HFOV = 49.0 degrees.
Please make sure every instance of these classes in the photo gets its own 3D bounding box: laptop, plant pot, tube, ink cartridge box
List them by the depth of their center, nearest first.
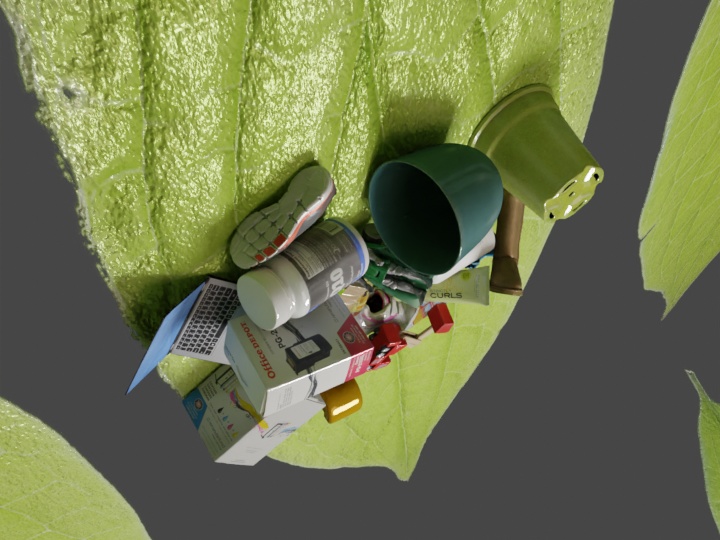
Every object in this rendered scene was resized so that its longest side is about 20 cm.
[{"bbox_3d":[-0.250,0.115,1.268,0.199,0.116,0.188,15,128,-27],"label":"laptop"},{"bbox_3d":[-0.103,0.127,1.289,0.199,0.145,0.085,-19,147,-28],"label":"ink cartridge box"},{"bbox_3d":[0.138,-0.117,1.301,0.161,0.201,0.201,-33,155,-34],"label":"plant pot"},{"bbox_3d":[0.321,-0.191,1.397,0.200,0.184,0.201,-28,151,-17],"label":"plant pot"},{"bbox_3d":[-0.202,0.251,1.514,0.200,0.147,0.145,-41,153,8],"label":"ink cartridge box"},{"bbox_3d":[0.158,0.031,1.545,0.052,0.199,0.058,-55,134,-47],"label":"tube"}]

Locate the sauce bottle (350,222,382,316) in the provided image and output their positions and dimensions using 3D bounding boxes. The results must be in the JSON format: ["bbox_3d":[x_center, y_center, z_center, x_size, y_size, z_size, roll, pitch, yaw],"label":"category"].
[{"bbox_3d":[0.000,0.000,1.448,0.066,0.066,0.200,-18,146,-32],"label":"sauce bottle"}]

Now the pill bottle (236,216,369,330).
[{"bbox_3d":[-0.091,0.005,1.256,0.200,0.114,0.114,-34,156,-35],"label":"pill bottle"}]

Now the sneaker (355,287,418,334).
[{"bbox_3d":[0.049,0.079,1.614,0.199,0.081,0.088,-12,146,-40],"label":"sneaker"}]

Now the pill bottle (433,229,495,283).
[{"bbox_3d":[0.145,-0.041,1.503,0.199,0.115,0.115,-31,153,-12],"label":"pill bottle"}]

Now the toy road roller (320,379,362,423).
[{"bbox_3d":[-0.058,0.221,1.637,0.122,0.146,0.200,-24,150,-24],"label":"toy road roller"}]

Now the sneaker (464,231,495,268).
[{"bbox_3d":[0.199,-0.037,1.609,0.199,0.082,0.073,-25,153,-19],"label":"sneaker"}]

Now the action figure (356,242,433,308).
[{"bbox_3d":[0.027,-0.004,1.372,0.055,0.199,0.118,-68,180,-53],"label":"action figure"}]

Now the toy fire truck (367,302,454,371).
[{"bbox_3d":[0.086,0.139,1.605,0.140,0.049,0.200,-7,153,-30],"label":"toy fire truck"}]

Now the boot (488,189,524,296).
[{"bbox_3d":[0.285,-0.062,1.529,0.175,0.066,0.201,-85,180,-78],"label":"boot"}]

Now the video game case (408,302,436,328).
[{"bbox_3d":[0.123,0.082,1.775,0.200,0.017,0.143,-34,153,-6],"label":"video game case"}]

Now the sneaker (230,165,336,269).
[{"bbox_3d":[-0.108,-0.070,1.207,0.200,0.077,0.082,-40,159,7],"label":"sneaker"}]

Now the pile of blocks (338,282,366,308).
[{"bbox_3d":[-0.091,0.031,1.381,0.199,0.062,0.082,-9,143,-24],"label":"pile of blocks"}]
